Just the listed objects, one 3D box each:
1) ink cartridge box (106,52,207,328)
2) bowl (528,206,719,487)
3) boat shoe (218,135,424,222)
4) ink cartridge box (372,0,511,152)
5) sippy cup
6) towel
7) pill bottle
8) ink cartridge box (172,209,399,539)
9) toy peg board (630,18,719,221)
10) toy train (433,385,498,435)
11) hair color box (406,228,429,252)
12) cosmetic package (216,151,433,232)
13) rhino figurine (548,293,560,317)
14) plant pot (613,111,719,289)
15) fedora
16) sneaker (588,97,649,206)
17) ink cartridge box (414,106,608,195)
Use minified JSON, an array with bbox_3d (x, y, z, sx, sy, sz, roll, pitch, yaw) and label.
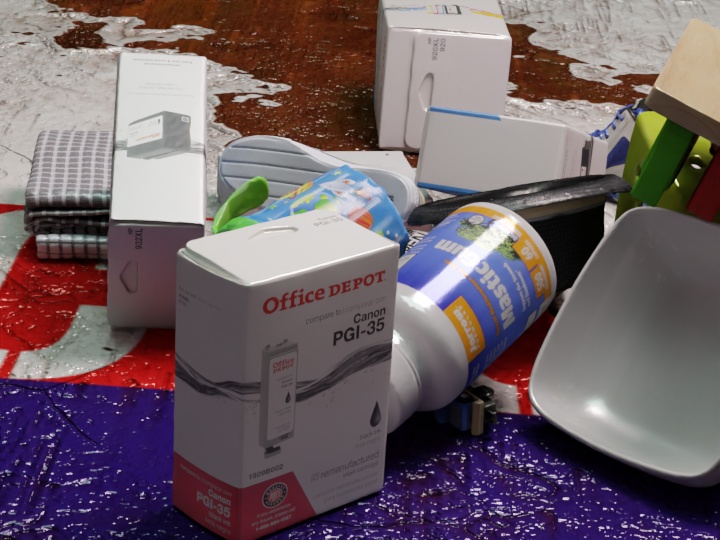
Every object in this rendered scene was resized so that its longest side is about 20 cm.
[{"bbox_3d":[-0.177,-0.069,1.663,0.083,0.146,0.201,2,50,-6],"label":"ink cartridge box"},{"bbox_3d":[0.249,0.065,1.483,0.199,0.200,0.075,25,-9,41],"label":"bowl"},{"bbox_3d":[-0.036,-0.075,1.762,0.199,0.072,0.062,16,-2,19],"label":"boat shoe"},{"bbox_3d":[0.091,-0.234,2.211,0.144,0.148,0.200,3,22,-3],"label":"ink cartridge box"},{"bbox_3d":[-0.034,-0.016,1.612,0.130,0.178,0.140,-39,0,-23],"label":"sippy cup"},{"bbox_3d":[-0.243,-0.082,1.861,0.164,0.086,0.200,1,22,-5],"label":"towel"},{"bbox_3d":[0.058,0.040,1.494,0.112,0.113,0.200,19,43,33],"label":"pill bottle"},{"bbox_3d":[-0.055,0.073,1.353,0.146,0.201,0.083,-16,29,-39],"label":"ink cartridge box"},{"bbox_3d":[0.318,-0.090,1.516,0.198,0.098,0.200,29,29,6],"label":"toy peg board"},{"bbox_3d":[0.044,0.085,1.566,0.046,0.034,0.200,-15,28,-31],"label":"toy train"},{"bbox_3d":[0.000,0.000,1.730,0.199,0.064,0.111,11,23,20],"label":"hair color box"},{"bbox_3d":[-0.039,-0.076,1.925,0.199,0.052,0.151,-1,24,-11],"label":"cosmetic package"},{"bbox_3d":[0.163,-0.005,1.774,0.087,0.060,0.200,5,24,9],"label":"rhino figurine"},{"bbox_3d":[0.332,-0.008,1.641,0.199,0.200,0.182,3,29,-4],"label":"plant pot"},{"bbox_3d":[0.143,-0.025,1.647,0.199,0.092,0.201,-9,5,1],"label":"fedora"},{"bbox_3d":[0.275,-0.135,2.039,0.198,0.116,0.080,16,24,28],"label":"sneaker"},{"bbox_3d":[0.156,-0.107,1.900,0.144,0.085,0.200,10,2,19],"label":"ink cartridge box"}]
